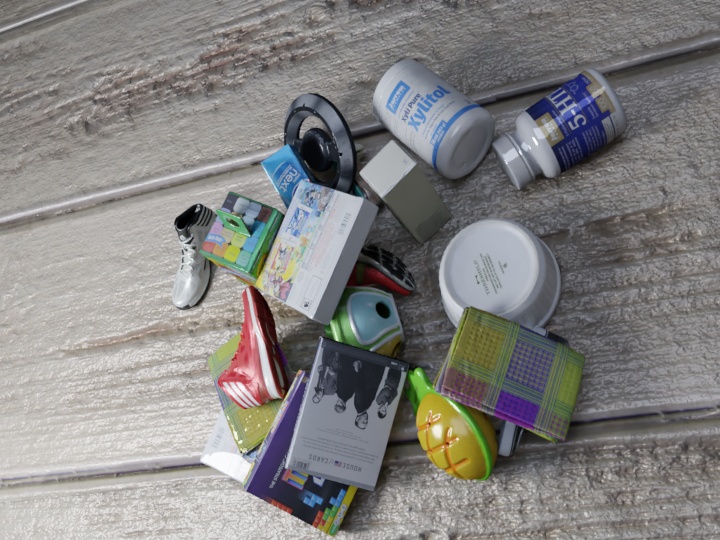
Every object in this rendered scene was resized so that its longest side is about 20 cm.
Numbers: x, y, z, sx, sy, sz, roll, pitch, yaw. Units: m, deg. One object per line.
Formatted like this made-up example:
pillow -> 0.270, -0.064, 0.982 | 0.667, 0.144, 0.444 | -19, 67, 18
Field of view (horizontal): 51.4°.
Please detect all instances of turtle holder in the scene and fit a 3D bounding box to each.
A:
turtle holder -> 0.006, 0.109, 1.218 | 0.128, 0.143, 0.188 | -17, 41, 0

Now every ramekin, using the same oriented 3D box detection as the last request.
ramekin -> 0.216, 0.011, 1.194 | 0.197, 0.094, 0.208 | -8, 67, 19

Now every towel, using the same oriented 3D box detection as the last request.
towel -> 0.216, 0.146, 1.080 | 0.196, 0.023, 0.146 | 20, 66, 8
towel -> -0.176, 0.195, 1.265 | 0.142, 0.023, 0.202 | -35, 59, 7

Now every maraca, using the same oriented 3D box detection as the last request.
maraca -> 0.130, 0.232, 1.132 | 0.105, 0.139, 0.200 | -25, 48, -26

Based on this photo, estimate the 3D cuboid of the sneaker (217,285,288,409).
sneaker -> -0.197, 0.132, 1.244 | 0.113, 0.078, 0.204 | -23, 60, 11

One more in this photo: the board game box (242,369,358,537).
board game box -> -0.069, 0.286, 1.181 | 0.163, 0.057, 0.204 | 29, 81, -13

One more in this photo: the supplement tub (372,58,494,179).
supplement tub -> 0.128, -0.267, 1.318 | 0.132, 0.132, 0.200 | -47, 61, 0

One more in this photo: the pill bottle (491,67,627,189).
pill bottle -> 0.321, -0.225, 1.226 | 0.198, 0.120, 0.121 | -33, 61, 8

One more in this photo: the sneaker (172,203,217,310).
sneaker -> -0.336, -0.034, 1.434 | 0.074, 0.115, 0.205 | 10, 75, 25

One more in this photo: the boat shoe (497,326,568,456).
boat shoe -> 0.262, 0.188, 1.123 | 0.067, 0.074, 0.203 | 20, 67, 10

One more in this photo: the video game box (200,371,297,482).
video game box -> -0.157, 0.265, 1.275 | 0.179, 0.047, 0.204 | 17, 77, 30

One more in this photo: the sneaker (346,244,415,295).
sneaker -> 0.000, 0.000, 1.293 | 0.196, 0.077, 0.086 | 25, 113, 3

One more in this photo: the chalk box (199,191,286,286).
chalk box -> -0.190, -0.048, 1.329 | 0.123, 0.200, 0.126 | 20, 79, 29

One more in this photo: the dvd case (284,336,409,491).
dvd case -> -0.020, 0.220, 1.149 | 0.147, 0.025, 0.205 | 17, 89, -12

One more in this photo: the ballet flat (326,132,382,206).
ballet flat -> -0.010, -0.194, 1.396 | 0.066, 0.069, 0.202 | -28, 66, -12

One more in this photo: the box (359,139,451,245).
box -> 0.079, -0.125, 1.243 | 0.082, 0.200, 0.069 | -42, 59, 2

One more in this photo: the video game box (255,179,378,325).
video game box -> -0.075, -0.034, 1.216 | 0.180, 0.046, 0.204 | 23, 88, 47

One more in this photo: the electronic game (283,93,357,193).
electronic game -> -0.076, -0.222, 1.372 | 0.041, 0.203, 0.199 | -24, 51, -36

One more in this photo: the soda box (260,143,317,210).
soda box -> -0.097, -0.122, 1.345 | 0.063, 0.068, 0.203 | -31, 90, 9
